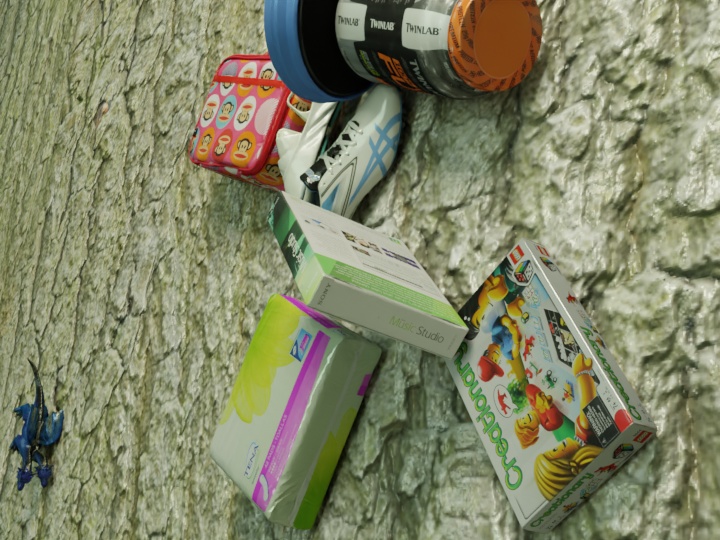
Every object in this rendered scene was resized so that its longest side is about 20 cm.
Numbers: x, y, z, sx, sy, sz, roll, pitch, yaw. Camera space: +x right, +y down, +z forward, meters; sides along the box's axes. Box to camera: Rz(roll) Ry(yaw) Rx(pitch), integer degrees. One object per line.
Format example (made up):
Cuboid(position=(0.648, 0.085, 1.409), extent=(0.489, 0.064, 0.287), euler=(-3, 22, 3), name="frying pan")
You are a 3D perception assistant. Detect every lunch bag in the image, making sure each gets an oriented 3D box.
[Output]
Cuboid(position=(-0.122, -0.196, 1.249), extent=(0.199, 0.081, 0.178), euler=(17, 85, 53), name="lunch bag")

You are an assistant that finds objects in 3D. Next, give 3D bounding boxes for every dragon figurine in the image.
Cuboid(position=(-0.500, 0.240, 1.572), extent=(0.099, 0.058, 0.203), euler=(-8, 69, 51), name="dragon figurine")

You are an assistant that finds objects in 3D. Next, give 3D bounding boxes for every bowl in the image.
Cuboid(position=(-0.019, -0.272, 1.047), extent=(0.039, 0.200, 0.203), euler=(19, 90, 34), name="bowl")

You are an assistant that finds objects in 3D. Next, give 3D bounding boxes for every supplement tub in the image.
Cuboid(position=(0.072, -0.230, 0.963), extent=(0.199, 0.122, 0.124), euler=(26, 96, 55), name="supplement tub")

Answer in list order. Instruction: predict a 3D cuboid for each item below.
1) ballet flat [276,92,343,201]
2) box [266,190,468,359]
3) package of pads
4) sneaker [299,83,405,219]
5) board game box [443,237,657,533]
Cuboid(position=(-0.059, -0.163, 1.144), extent=(0.069, 0.069, 0.202), euler=(14, 82, 54), name="ballet flat")
Cuboid(position=(0.000, 0.000, 0.906), extent=(0.037, 0.143, 0.200), euler=(-62, 23, 14), name="box")
Cuboid(position=(-0.073, 0.139, 1.040), extent=(0.154, 0.068, 0.202), euler=(28, 97, 54), name="package of pads")
Cuboid(position=(-0.017, -0.110, 1.074), extent=(0.201, 0.072, 0.072), euler=(-60, 35, 13), name="sneaker")
Cuboid(position=(0.139, 0.087, 0.808), extent=(0.127, 0.034, 0.201), euler=(-52, 40, 27), name="board game box")
